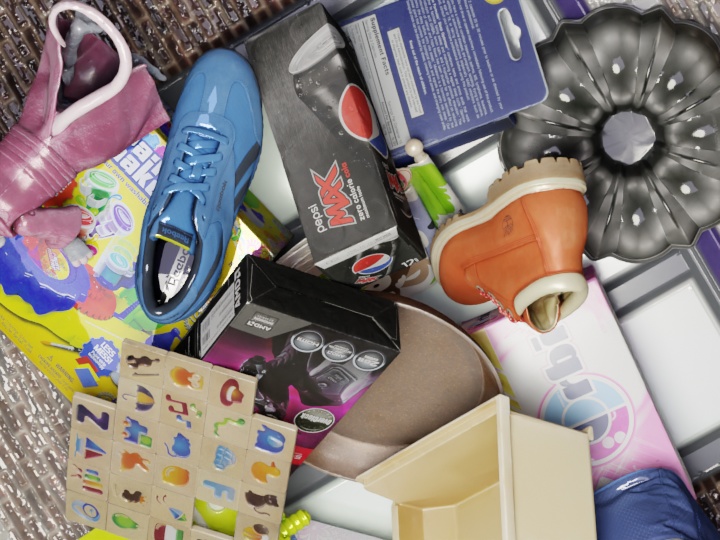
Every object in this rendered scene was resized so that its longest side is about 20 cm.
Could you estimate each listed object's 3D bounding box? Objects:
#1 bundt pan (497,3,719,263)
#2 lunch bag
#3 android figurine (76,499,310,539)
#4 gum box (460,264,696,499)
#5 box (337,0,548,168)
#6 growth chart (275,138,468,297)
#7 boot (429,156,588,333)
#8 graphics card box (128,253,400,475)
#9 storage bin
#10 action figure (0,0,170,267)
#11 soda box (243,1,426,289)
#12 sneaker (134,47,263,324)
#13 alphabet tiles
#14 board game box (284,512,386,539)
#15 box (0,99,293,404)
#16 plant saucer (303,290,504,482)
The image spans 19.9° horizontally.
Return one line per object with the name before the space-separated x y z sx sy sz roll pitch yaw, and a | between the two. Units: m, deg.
bundt pan | 0.201 -0.099 1.532 0.201 0.076 0.202 1 99 5
lunch bag | 0.223 0.263 1.524 0.136 0.132 0.200 -30 131 12
android figurine | -0.134 0.225 1.567 0.200 0.041 0.182 -31 70 -12
gum box | 0.169 0.112 1.571 0.113 0.066 0.200 -24 96 8
box | 0.037 -0.143 1.533 0.200 0.032 0.121 -20 73 15
growth chart | 0.000 0.000 1.551 0.200 0.018 0.145 -41 138 6
boot | 0.108 0.004 1.494 0.075 0.200 0.108 -3 72 -20
graphics card box | -0.072 0.079 1.478 0.125 0.051 0.200 20 133 -23
storage bin | 0.080 0.224 1.483 0.094 0.198 0.200 16 58 -31
action figure | -0.216 -0.076 1.425 0.134 0.149 0.200 39 85 -8
soda box | -0.019 -0.089 1.474 0.071 0.063 0.200 -25 62 12
sneaker | -0.115 -0.058 1.449 0.066 0.078 0.201 15 97 4
alphabet tiles | -0.132 0.136 1.484 0.167 0.008 0.200 17 131 7
board game box | -0.048 0.293 1.584 0.199 0.041 0.200 14 67 3
box | -0.191 -0.026 1.559 0.193 0.122 0.200 -44 93 9
plant saucer | 0.011 0.083 1.535 0.200 0.035 0.201 6 132 7
